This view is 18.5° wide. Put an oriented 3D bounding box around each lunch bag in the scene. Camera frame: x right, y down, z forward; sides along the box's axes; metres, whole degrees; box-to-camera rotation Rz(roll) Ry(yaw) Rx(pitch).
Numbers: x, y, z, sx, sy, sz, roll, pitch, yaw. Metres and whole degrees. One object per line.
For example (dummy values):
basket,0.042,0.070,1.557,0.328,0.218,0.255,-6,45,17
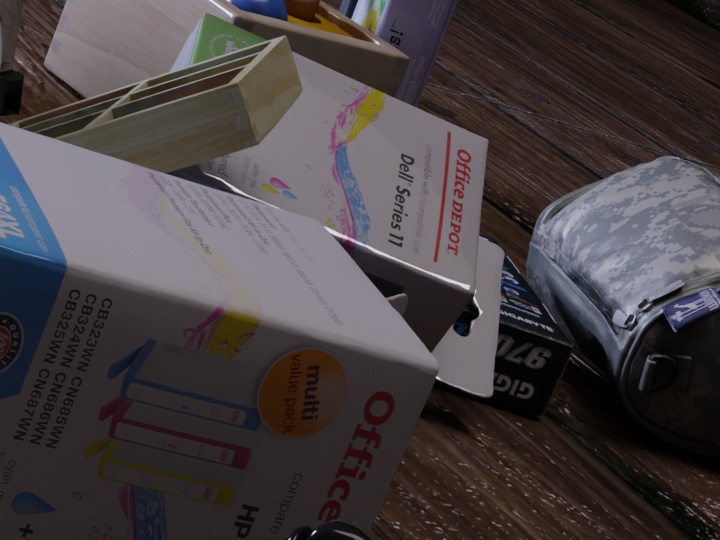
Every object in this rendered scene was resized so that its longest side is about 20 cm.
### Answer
lunch bag,0.195,0.022,1.255,0.166,0.140,0.200,2,20,-16

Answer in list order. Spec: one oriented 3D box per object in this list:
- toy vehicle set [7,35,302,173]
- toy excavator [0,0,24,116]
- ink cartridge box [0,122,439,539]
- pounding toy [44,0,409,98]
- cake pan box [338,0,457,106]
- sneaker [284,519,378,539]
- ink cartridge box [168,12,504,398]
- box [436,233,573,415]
toy vehicle set,-0.129,-0.049,0.943,0.198,0.027,0.124,-17,12,10
toy excavator,-0.291,-0.139,1.166,0.198,0.101,0.194,12,13,11
ink cartridge box,-0.078,0.043,0.742,0.199,0.129,0.125,16,17,-27
pounding toy,-0.072,-0.155,1.426,0.199,0.143,0.184,8,22,-46
cake pan box,0.019,-0.172,1.546,0.052,0.185,0.200,20,16,-12
sneaker,0.005,0.121,0.633,0.076,0.115,0.199,28,13,10
ink cartridge box,-0.006,-0.030,1.069,0.199,0.067,0.118,23,42,-14
box,0.000,0.000,1.181,0.199,0.046,0.159,18,16,-19
